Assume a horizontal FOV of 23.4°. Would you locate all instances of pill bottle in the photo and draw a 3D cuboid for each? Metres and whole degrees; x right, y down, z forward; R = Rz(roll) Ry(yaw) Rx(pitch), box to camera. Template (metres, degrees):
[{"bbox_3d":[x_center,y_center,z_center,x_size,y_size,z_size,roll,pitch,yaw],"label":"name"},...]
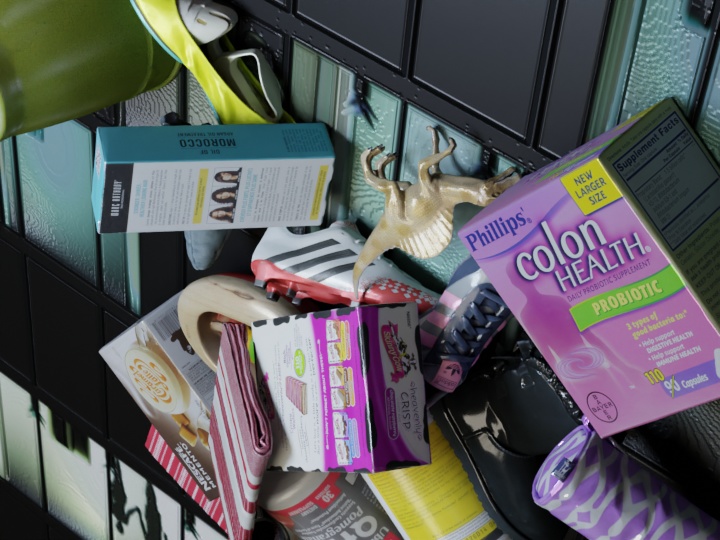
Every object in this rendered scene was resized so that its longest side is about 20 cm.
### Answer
[{"bbox_3d":[-0.007,0.226,1.663,0.111,0.111,0.200,-5,141,49],"label":"pill bottle"},{"bbox_3d":[0.057,0.169,1.580,0.112,0.112,0.200,-22,103,53],"label":"pill bottle"}]

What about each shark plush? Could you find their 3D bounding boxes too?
[{"bbox_3d":[-0.138,-0.074,1.568,0.091,0.083,0.200,37,162,13],"label":"shark plush"}]

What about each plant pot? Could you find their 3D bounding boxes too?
[{"bbox_3d":[-0.295,-0.210,1.566,0.200,0.193,0.200,27,137,29],"label":"plant pot"}]

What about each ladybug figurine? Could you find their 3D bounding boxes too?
[{"bbox_3d":[-0.089,0.062,1.678,0.200,0.072,0.136,23,136,33],"label":"ladybug figurine"}]

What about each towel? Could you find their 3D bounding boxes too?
[{"bbox_3d":[-0.111,0.160,1.590,0.200,0.023,0.144,103,157,-51],"label":"towel"},{"bbox_3d":[-0.159,0.231,1.942,0.200,0.022,0.145,44,145,13],"label":"towel"}]

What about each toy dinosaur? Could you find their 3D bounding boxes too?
[{"bbox_3d":[0.035,-0.052,1.426,0.200,0.058,0.101,-32,75,35],"label":"toy dinosaur"}]

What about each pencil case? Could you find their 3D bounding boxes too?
[{"bbox_3d":[0.233,0.200,1.405,0.200,0.086,0.084,35,180,-8],"label":"pencil case"}]

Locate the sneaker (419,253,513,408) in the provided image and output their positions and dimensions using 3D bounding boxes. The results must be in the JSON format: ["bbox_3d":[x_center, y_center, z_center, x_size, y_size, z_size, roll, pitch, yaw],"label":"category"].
[{"bbox_3d":[0.086,0.056,1.443,0.070,0.082,0.200,24,131,-19],"label":"sneaker"}]

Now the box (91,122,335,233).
[{"bbox_3d":[-0.128,-0.080,1.498,0.049,0.200,0.082,-108,23,-43],"label":"box"}]

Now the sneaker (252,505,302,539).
[{"bbox_3d":[-0.094,0.209,1.701,0.080,0.074,0.200,28,-137,-76],"label":"sneaker"}]

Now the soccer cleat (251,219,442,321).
[{"bbox_3d":[0.000,0.000,1.538,0.200,0.085,0.069,13,165,17],"label":"soccer cleat"}]

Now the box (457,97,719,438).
[{"bbox_3d":[0.203,0.003,1.294,0.200,0.097,0.176,55,144,-4],"label":"box"}]

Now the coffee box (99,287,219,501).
[{"bbox_3d":[-0.166,0.129,1.811,0.200,0.080,0.114,55,144,-4],"label":"coffee box"}]

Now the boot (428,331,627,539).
[{"bbox_3d":[0.161,0.146,1.490,0.162,0.073,0.198,-25,103,47],"label":"boot"}]

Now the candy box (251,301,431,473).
[{"bbox_3d":[-0.019,0.101,1.476,0.200,0.061,0.136,-9,85,60],"label":"candy box"}]

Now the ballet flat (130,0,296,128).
[{"bbox_3d":[-0.123,-0.190,1.520,0.067,0.067,0.200,-26,104,32],"label":"ballet flat"}]
